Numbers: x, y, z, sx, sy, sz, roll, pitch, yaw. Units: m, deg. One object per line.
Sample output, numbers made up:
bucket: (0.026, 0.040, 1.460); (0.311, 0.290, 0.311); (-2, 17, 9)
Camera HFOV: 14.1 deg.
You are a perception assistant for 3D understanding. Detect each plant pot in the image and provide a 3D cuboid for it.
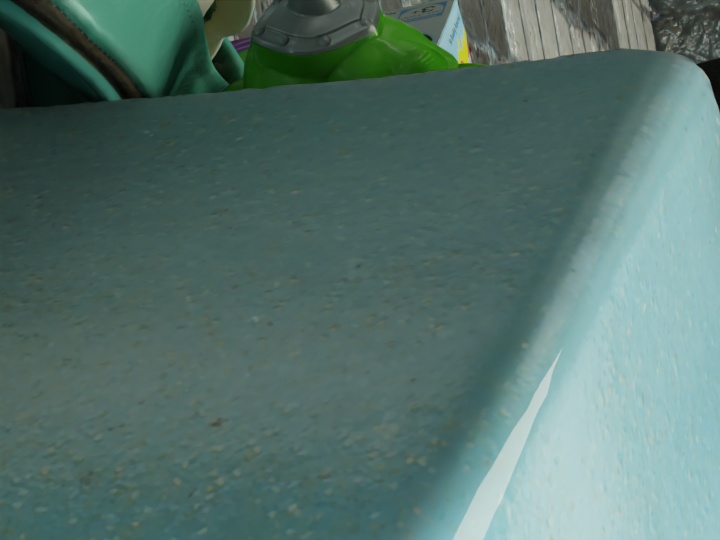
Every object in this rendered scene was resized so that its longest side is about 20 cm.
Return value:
plant pot: (-0.020, 0.089, 0.633); (0.200, 0.196, 0.196); (-60, 140, -55)

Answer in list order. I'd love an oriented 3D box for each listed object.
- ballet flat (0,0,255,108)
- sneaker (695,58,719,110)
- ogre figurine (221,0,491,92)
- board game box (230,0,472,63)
ballet flat: (-0.061, -0.072, 0.757); (0.067, 0.070, 0.200); (40, -6, 7)
sneaker: (0.131, 0.030, 0.689); (0.201, 0.067, 0.108); (-135, -150, -57)
ogre figurine: (0.000, 0.000, 0.748); (0.120, 0.098, 0.200); (44, -20, 3)
board game box: (0.000, 0.025, 0.966); (0.103, 0.105, 0.201); (-70, 148, -69)
